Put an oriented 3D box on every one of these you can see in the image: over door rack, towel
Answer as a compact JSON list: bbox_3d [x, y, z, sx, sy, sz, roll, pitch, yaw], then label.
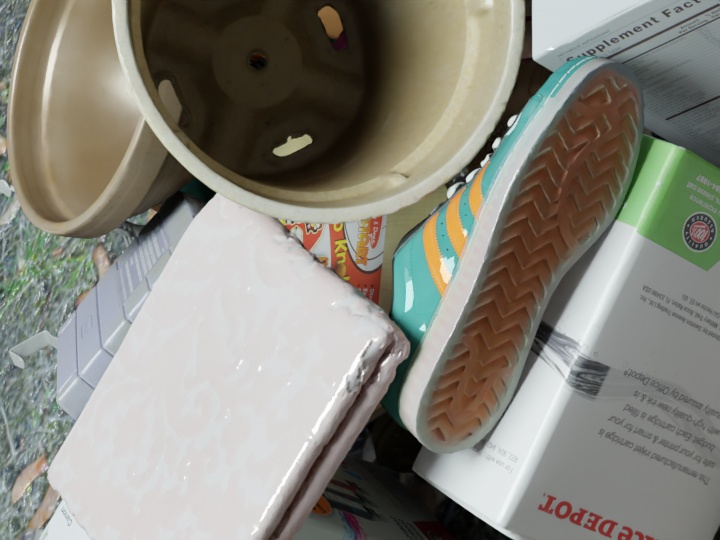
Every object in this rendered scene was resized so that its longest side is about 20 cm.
[{"bbox_3d":[-0.180,0.005,1.373,0.199,0.149,0.067,9,36,37],"label":"over door rack"},{"bbox_3d":[-0.071,0.072,0.987,0.192,0.032,0.200,-59,36,6],"label":"towel"}]

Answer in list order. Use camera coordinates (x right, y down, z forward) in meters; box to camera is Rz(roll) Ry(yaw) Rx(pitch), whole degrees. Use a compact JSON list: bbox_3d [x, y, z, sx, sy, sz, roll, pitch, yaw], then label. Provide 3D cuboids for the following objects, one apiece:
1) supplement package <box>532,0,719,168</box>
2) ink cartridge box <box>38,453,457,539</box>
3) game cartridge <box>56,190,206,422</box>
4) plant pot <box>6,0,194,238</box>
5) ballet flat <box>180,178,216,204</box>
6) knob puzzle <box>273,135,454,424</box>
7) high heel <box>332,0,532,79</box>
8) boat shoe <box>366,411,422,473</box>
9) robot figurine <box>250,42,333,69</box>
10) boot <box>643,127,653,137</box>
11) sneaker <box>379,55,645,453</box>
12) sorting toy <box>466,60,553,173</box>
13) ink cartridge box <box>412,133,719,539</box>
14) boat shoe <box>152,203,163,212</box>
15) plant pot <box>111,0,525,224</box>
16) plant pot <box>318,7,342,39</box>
[{"bbox_3d":[0.190,-0.130,0.969,0.113,0.199,0.110,-23,54,41],"label":"supplement package"},{"bbox_3d":[-0.058,0.174,1.098,0.145,0.199,0.145,-59,38,8],"label":"ink cartridge box"},{"bbox_3d":[-0.131,0.017,1.173,0.130,0.038,0.200,-46,13,1],"label":"game cartridge"},{"bbox_3d":[-0.137,-0.115,1.224,0.200,0.092,0.202,-20,65,52],"label":"plant pot"},{"bbox_3d":[-0.112,-0.081,1.323,0.200,0.073,0.073,29,93,48],"label":"ballet flat"},{"bbox_3d":[0.000,0.000,1.153,0.219,0.030,0.221,-9,77,42],"label":"knob puzzle"},{"bbox_3d":[0.067,-0.127,1.089,0.199,0.067,0.096,-23,40,12],"label":"high heel"},{"bbox_3d":[0.066,0.027,1.138,0.200,0.072,0.068,-51,41,22],"label":"boat shoe"},{"bbox_3d":[-0.043,-0.119,1.296,0.200,0.144,0.059,37,119,49],"label":"robot figurine"},{"bbox_3d":[0.118,0.019,1.060,0.145,0.201,0.070,-24,32,-5],"label":"boot"},{"bbox_3d":[0.059,-0.018,0.930,0.080,0.071,0.201,37,101,50],"label":"sneaker"},{"bbox_3d":[0.129,-0.164,1.169,0.200,0.069,0.199,-47,41,23],"label":"sorting toy"},{"bbox_3d":[0.136,0.046,0.981,0.084,0.145,0.201,27,91,53],"label":"ink cartridge box"},{"bbox_3d":[-0.088,-0.047,1.371,0.200,0.068,0.072,33,86,42],"label":"boat shoe"},{"bbox_3d":[-0.037,-0.118,1.006,0.183,0.199,0.202,168,123,-77],"label":"plant pot"},{"bbox_3d":[-0.025,-0.230,1.307,0.200,0.199,0.141,25,106,53],"label":"plant pot"}]
